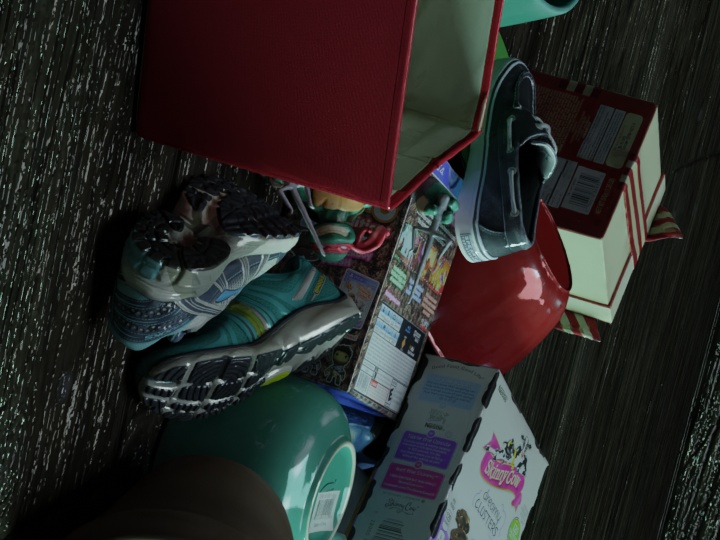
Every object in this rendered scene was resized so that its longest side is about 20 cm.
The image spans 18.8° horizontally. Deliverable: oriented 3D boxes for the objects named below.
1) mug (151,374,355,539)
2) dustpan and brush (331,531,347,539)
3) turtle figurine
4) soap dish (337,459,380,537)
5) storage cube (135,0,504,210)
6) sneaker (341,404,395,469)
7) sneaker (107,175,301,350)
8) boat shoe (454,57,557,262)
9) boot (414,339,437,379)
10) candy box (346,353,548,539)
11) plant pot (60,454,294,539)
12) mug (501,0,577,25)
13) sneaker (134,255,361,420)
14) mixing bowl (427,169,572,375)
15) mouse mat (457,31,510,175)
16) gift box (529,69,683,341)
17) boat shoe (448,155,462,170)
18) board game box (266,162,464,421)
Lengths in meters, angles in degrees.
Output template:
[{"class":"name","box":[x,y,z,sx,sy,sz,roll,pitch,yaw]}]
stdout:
[{"class":"mug","box":[-0.065,0.139,1.600,0.153,0.114,0.185,87,27,-45]},{"class":"dustpan and brush","box":[-0.042,0.207,1.707,0.200,0.057,0.140,132,-23,-84]},{"class":"turtle figurine","box":[-0.012,-0.079,1.548,0.149,0.101,0.201,0,95,-28]},{"class":"soap dish","box":[-0.023,0.276,1.830,0.201,0.081,0.157,-65,-178,-29]},{"class":"storage cube","box":[-0.019,-0.166,1.367,0.171,0.179,0.201,-41,143,-58]},{"class":"sneaker","box":[0.011,0.142,1.865,0.200,0.089,0.079,35,73,-73]},{"class":"sneaker","box":[-0.112,-0.003,1.442,0.087,0.077,0.200,-61,165,23]},{"class":"boat shoe","box":[0.126,-0.094,1.734,0.072,0.067,0.201,57,35,-39]},{"class":"boot","box":[0.065,0.071,1.904,0.200,0.070,0.132,27,41,-63]},{"class":"candy box","box":[0.071,0.197,1.762,0.201,0.071,0.168,-66,150,-24]},{"class":"plant pot","box":[-0.115,0.215,1.444,0.174,0.199,0.201,-72,171,-63]},{"class":"mug","box":[0.084,-0.259,1.639,0.185,0.114,0.153,-13,95,-61]},{"class":"sneaker","box":[-0.089,0.045,1.526,0.200,0.080,0.078,-23,159,-46]},{"class":"mixing bowl","box":[0.112,-0.008,1.851,0.201,0.108,0.201,56,20,-33]},{"class":"mouse mat","box":[0.082,-0.180,1.759,0.201,0.007,0.161,67,30,-27]},{"class":"gift box","box":[0.201,-0.058,2.090,0.185,0.199,0.187,-60,160,-22]},{"class":"boat shoe","box":[0.074,-0.151,1.826,0.065,0.074,0.202,-69,152,-26]},{"class":"board game box","box":[0.000,0.000,1.697,0.159,0.096,0.201,39,68,-71]}]
